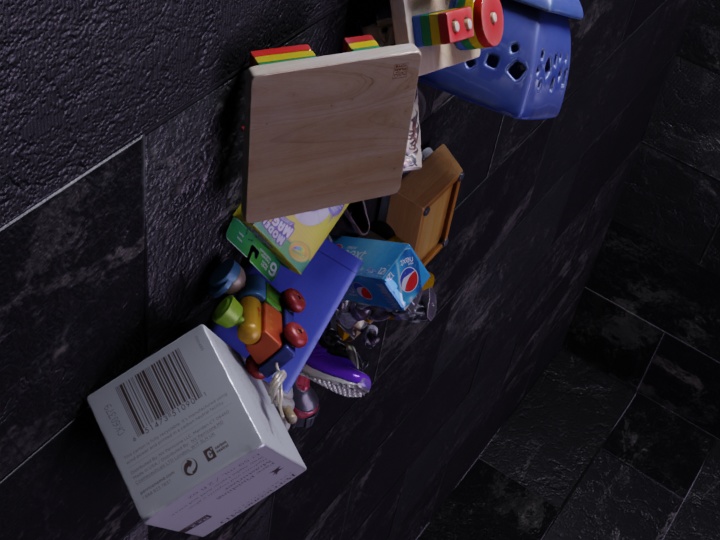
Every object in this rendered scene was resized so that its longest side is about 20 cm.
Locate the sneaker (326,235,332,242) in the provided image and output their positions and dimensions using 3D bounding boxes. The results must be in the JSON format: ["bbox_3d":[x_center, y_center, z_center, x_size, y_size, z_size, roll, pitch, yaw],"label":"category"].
[{"bbox_3d":[-0.095,0.031,1.483,0.202,0.075,0.105,-59,163,5],"label":"sneaker"}]

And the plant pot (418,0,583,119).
[{"bbox_3d":[0.201,-0.334,1.531,0.199,0.198,0.182,-16,127,-62],"label":"plant pot"}]

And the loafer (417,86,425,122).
[{"bbox_3d":[0.046,-0.204,1.498,0.072,0.072,0.201,-55,160,-19],"label":"loafer"}]

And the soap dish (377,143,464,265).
[{"bbox_3d":[0.095,-0.088,1.776,0.157,0.081,0.202,-43,153,-40],"label":"soap dish"}]

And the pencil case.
[{"bbox_3d":[0.036,-0.213,1.340,0.089,0.077,0.203,-14,103,-68],"label":"pencil case"}]

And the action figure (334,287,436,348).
[{"bbox_3d":[0.010,0.058,1.588,0.130,0.198,0.070,42,48,-41],"label":"action figure"}]

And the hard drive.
[{"bbox_3d":[-0.102,0.042,1.405,0.202,0.131,0.025,-60,-168,-1],"label":"hard drive"}]

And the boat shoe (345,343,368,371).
[{"bbox_3d":[-0.023,0.160,1.732,0.075,0.062,0.200,-57,-170,-2],"label":"boat shoe"}]

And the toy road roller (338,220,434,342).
[{"bbox_3d":[0.029,0.036,1.688,0.123,0.145,0.202,-39,152,-44],"label":"toy road roller"}]

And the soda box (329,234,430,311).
[{"bbox_3d":[0.000,0.000,1.487,0.068,0.199,0.064,-51,124,-23],"label":"soda box"}]

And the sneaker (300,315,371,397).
[{"bbox_3d":[-0.055,0.108,1.530,0.069,0.199,0.100,37,76,-50],"label":"sneaker"}]

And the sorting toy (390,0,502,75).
[{"bbox_3d":[0.110,-0.353,1.304,0.198,0.069,0.203,-30,115,-55],"label":"sorting toy"}]

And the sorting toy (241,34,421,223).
[{"bbox_3d":[-0.045,-0.168,1.219,0.198,0.070,0.200,-13,137,-22],"label":"sorting toy"}]

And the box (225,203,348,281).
[{"bbox_3d":[-0.077,-0.089,1.338,0.201,0.048,0.117,-55,136,-12],"label":"box"}]

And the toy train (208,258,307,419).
[{"bbox_3d":[-0.129,0.076,1.279,0.084,0.116,0.201,-39,-151,20],"label":"toy train"}]

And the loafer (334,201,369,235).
[{"bbox_3d":[-0.017,-0.117,1.479,0.072,0.063,0.201,-52,159,-22],"label":"loafer"}]

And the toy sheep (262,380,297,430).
[{"bbox_3d":[-0.152,0.194,1.481,0.200,0.138,0.138,-46,160,0],"label":"toy sheep"}]

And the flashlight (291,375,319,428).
[{"bbox_3d":[-0.086,0.167,1.696,0.067,0.068,0.201,-19,144,-31],"label":"flashlight"}]

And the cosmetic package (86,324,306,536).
[{"bbox_3d":[-0.189,0.196,1.272,0.164,0.166,0.200,-32,158,1],"label":"cosmetic package"}]
